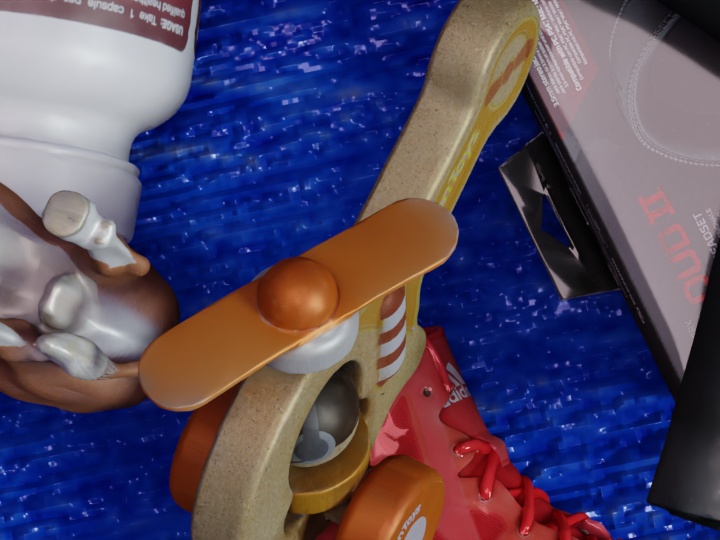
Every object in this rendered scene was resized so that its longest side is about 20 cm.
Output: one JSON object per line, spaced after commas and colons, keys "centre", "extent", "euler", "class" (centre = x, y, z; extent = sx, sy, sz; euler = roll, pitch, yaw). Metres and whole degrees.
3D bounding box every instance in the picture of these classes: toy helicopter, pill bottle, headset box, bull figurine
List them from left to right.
{"centre": [-0.149, -0.007, 0.732], "extent": [0.199, 0.121, 0.065], "euler": [13, 80, 8], "class": "bull figurine"}
{"centre": [-0.107, -0.114, 0.818], "extent": [0.112, 0.113, 0.201], "euler": [6, 85, 6], "class": "pill bottle"}
{"centre": [0.000, 0.000, 0.737], "extent": [0.079, 0.132, 0.201], "euler": [24, 84, 21], "class": "toy helicopter"}
{"centre": [0.145, -0.056, 0.806], "extent": [0.199, 0.077, 0.149], "euler": [-25, 83, 1], "class": "headset box"}

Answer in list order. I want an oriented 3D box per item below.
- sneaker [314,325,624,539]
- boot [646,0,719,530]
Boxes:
{"centre": [0.049, 0.078, 0.804], "extent": [0.199, 0.078, 0.116], "euler": [5, 87, 5], "class": "sneaker"}
{"centre": [0.118, -0.021, 0.740], "extent": [0.164, 0.066, 0.201], "euler": [11, 91, 7], "class": "boot"}
